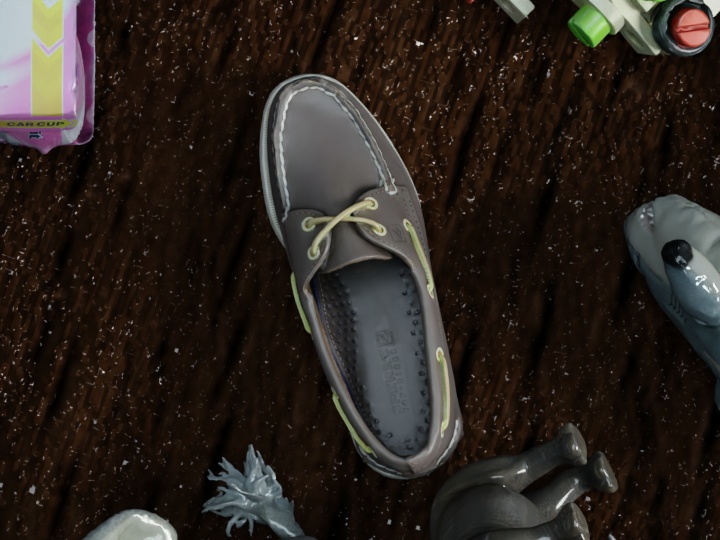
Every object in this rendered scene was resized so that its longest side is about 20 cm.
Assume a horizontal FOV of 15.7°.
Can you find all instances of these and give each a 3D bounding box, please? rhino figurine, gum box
[{"bbox_3d":[0.067,0.136,1.153,0.087,0.200,0.060,-26,108,15],"label":"rhino figurine"},{"bbox_3d":[-0.186,-0.155,1.235,0.113,0.066,0.200,0,86,2],"label":"gum box"}]

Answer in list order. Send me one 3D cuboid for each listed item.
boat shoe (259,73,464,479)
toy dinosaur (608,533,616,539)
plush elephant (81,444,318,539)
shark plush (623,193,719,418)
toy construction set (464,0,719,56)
[{"bbox_3d":[0.000,0.000,1.224,0.072,0.060,0.200,-15,85,0],"label":"boat shoe"},{"bbox_3d":[0.144,0.225,1.179,0.102,0.077,0.200,14,55,-4],"label":"toy dinosaur"},{"bbox_3d":[-0.073,0.183,1.164,0.155,0.165,0.200,-24,56,-14],"label":"plush elephant"},{"bbox_3d":[0.193,0.049,1.212,0.091,0.083,0.200,-36,91,-35],"label":"shark plush"},{"bbox_3d":[0.134,-0.178,1.221,0.200,0.092,0.131,-40,110,5],"label":"toy construction set"}]
